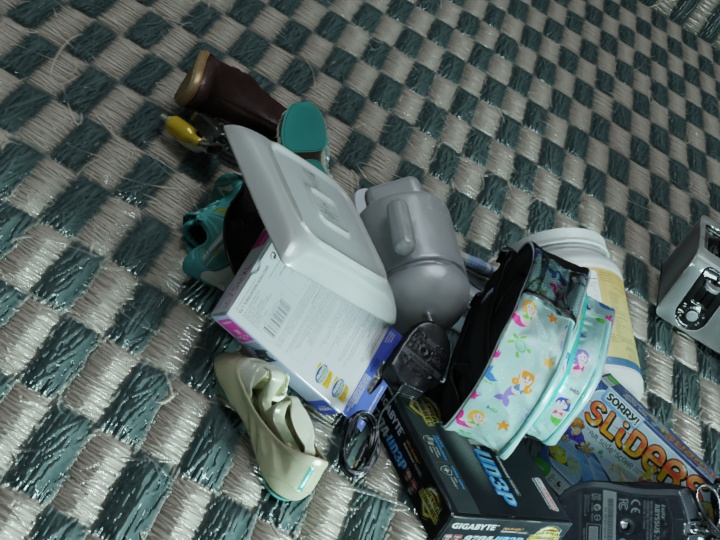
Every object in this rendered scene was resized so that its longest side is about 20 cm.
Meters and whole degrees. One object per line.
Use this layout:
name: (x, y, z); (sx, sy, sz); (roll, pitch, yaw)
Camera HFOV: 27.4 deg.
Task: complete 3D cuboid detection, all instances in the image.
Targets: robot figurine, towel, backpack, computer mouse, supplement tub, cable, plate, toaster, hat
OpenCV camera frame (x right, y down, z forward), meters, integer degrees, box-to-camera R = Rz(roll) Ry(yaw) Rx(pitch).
robot figurine: (0.057, -0.007, 1.640); (0.170, 0.112, 0.201); (64, 11, -56)
towel: (0.110, -0.023, 1.823); (0.199, 0.024, 0.146); (21, 0, -43)
backpack: (0.166, 0.095, 1.527); (0.150, 0.178, 0.200); (31, 40, 1)
computer mouse: (0.032, 0.131, 1.509); (0.059, 0.034, 0.200); (41, 59, -7)
supplement tub: (0.242, 0.067, 1.721); (0.144, 0.145, 0.201); (12, 58, -33)
computer mouse: (0.298, 0.269, 1.536); (0.199, 0.140, 0.053); (6, 2, 16)
cable: (-0.165, -0.139, 1.769); (0.097, 0.051, 0.200); (24, 13, -38)
plate: (-0.043, -0.054, 1.529); (0.199, 0.032, 0.201); (30, 28, -48)
toaster: (0.537, 0.032, 2.163); (0.180, 0.119, 0.200); (33, 28, -1)
hat: (-0.065, -0.017, 1.595); (0.201, 0.080, 0.201); (52, 26, -39)

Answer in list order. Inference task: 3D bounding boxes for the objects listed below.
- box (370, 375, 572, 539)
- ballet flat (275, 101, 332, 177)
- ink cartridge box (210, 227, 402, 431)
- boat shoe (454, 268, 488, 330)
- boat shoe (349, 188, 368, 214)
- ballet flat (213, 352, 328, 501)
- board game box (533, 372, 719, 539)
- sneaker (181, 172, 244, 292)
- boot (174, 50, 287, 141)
box: (0.109, 0.200, 1.538); (0.158, 0.046, 0.200); (11, 34, -33)
ballet flat: (-0.071, -0.124, 1.840); (0.071, 0.072, 0.201); (17, 42, -26)
ink cartridge box: (-0.048, 0.060, 1.510); (0.200, 0.042, 0.120); (42, 60, -21)
boat shoe: (0.115, 0.029, 1.807); (0.199, 0.074, 0.065); (35, 22, -17)
boat shoe: (0.000, 0.000, 1.732); (0.071, 0.068, 0.201); (18, 49, -36)
ballet flat: (-0.084, 0.133, 1.431); (0.069, 0.070, 0.200); (8, 36, -37)
board game box: (0.295, 0.228, 1.586); (0.200, 0.136, 0.034); (43, 24, 22)
sneaker: (-0.159, -0.052, 1.648); (0.079, 0.078, 0.200); (15, 31, -12)
boot: (-0.147, -0.212, 1.888); (0.166, 0.073, 0.200); (31, 14, -7)
